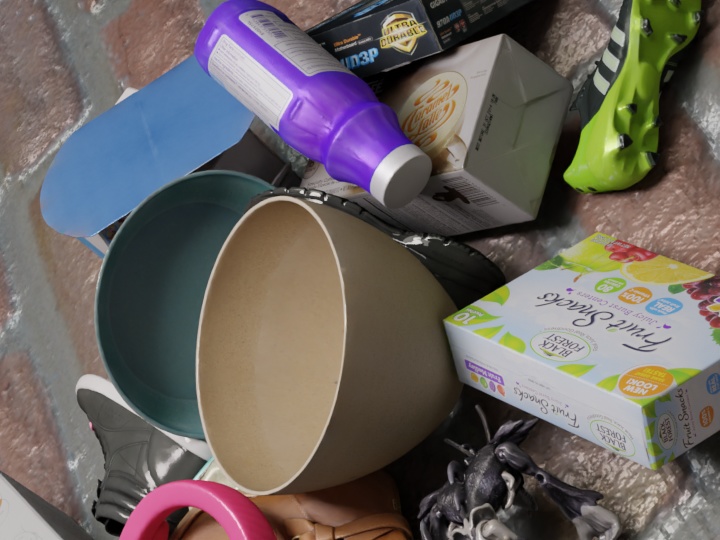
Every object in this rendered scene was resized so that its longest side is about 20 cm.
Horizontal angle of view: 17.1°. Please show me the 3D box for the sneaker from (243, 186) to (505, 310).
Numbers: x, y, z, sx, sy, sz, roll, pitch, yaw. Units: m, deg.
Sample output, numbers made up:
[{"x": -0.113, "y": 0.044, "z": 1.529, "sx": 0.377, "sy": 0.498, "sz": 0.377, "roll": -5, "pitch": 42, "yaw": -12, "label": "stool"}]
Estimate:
[{"x": 0.000, "y": 0.000, "z": 1.731, "sx": 0.200, "sy": 0.076, "sz": 0.091, "roll": 22, "pitch": 87, "yaw": 19, "label": "sneaker"}]

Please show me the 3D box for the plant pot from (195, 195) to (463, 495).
[{"x": -0.006, "y": 0.056, "z": 1.628, "sx": 0.200, "sy": 0.134, "sz": 0.201, "roll": -16, "pitch": 71, "yaw": 57, "label": "plant pot"}]

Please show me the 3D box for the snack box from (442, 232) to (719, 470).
[{"x": 0.169, "y": 0.048, "z": 1.540, "sx": 0.142, "sy": 0.053, "sz": 0.200, "roll": -30, "pitch": 30, "yaw": -26, "label": "snack box"}]

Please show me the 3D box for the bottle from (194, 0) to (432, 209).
[{"x": -0.031, "y": -0.119, "z": 1.716, "sx": 0.200, "sy": 0.083, "sz": 0.065, "roll": 42, "pitch": 111, "yaw": 28, "label": "bottle"}]

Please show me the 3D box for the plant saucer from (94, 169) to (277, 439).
[{"x": -0.116, "y": 0.024, "z": 1.779, "sx": 0.036, "sy": 0.200, "sz": 0.200, "roll": 11, "pitch": 67, "yaw": 56, "label": "plant saucer"}]

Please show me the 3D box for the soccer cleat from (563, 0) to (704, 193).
[{"x": 0.192, "y": -0.146, "z": 1.722, "sx": 0.081, "sy": 0.067, "sz": 0.200, "roll": -18, "pitch": 47, "yaw": 53, "label": "soccer cleat"}]

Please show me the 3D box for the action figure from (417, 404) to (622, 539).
[{"x": 0.096, "y": 0.177, "z": 1.523, "sx": 0.119, "sy": 0.102, "sz": 0.200, "roll": -40, "pitch": 27, "yaw": 24, "label": "action figure"}]

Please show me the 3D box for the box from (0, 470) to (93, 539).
[{"x": -0.248, "y": 0.253, "z": 1.803, "sx": 0.124, "sy": 0.097, "sz": 0.200, "roll": -52, "pitch": 37, "yaw": -3, "label": "box"}]

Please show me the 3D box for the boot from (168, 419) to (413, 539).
[{"x": -0.053, "y": 0.212, "z": 1.666, "sx": 0.200, "sy": 0.074, "sz": 0.155, "roll": -45, "pitch": 42, "yaw": 12, "label": "boot"}]

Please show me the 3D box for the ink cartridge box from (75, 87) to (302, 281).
[{"x": -0.130, "y": -0.045, "z": 1.905, "sx": 0.200, "sy": 0.125, "sz": 0.129, "roll": 22, "pitch": 74, "yaw": 51, "label": "ink cartridge box"}]

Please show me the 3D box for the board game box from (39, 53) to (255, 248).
[{"x": -0.151, "y": -0.087, "z": 1.828, "sx": 0.200, "sy": 0.039, "sz": 0.158, "roll": -32, "pitch": 33, "yaw": 5, "label": "board game box"}]

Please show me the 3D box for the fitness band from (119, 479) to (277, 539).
[{"x": -0.118, "y": 0.243, "z": 1.659, "sx": 0.143, "sy": 0.037, "sz": 0.200, "roll": 21, "pitch": 105, "yaw": 41, "label": "fitness band"}]

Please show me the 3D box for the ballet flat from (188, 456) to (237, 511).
[{"x": -0.051, "y": 0.112, "z": 1.767, "sx": 0.062, "sy": 0.067, "sz": 0.200, "roll": 33, "pitch": 88, "yaw": 24, "label": "ballet flat"}]

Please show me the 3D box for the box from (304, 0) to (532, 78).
[{"x": 0.041, "y": -0.194, "z": 1.837, "sx": 0.159, "sy": 0.046, "sz": 0.200, "roll": -15, "pitch": 12, "yaw": 38, "label": "box"}]

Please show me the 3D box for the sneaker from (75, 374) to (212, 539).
[{"x": -0.186, "y": 0.148, "z": 1.850, "sx": 0.200, "sy": 0.071, "sz": 0.099, "roll": 24, "pitch": 81, "yaw": 53, "label": "sneaker"}]

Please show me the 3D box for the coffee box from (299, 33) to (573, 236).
[{"x": 0.052, "y": -0.091, "z": 1.773, "sx": 0.200, "sy": 0.080, "sz": 0.115, "roll": -10, "pitch": 55, "yaw": 52, "label": "coffee box"}]
